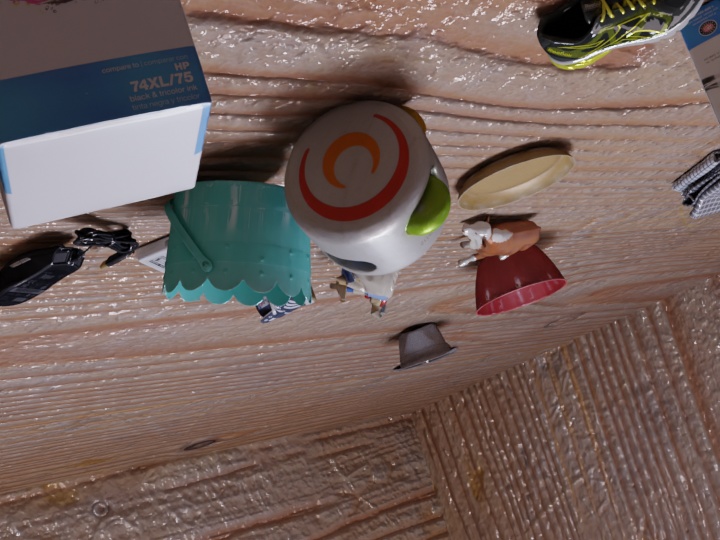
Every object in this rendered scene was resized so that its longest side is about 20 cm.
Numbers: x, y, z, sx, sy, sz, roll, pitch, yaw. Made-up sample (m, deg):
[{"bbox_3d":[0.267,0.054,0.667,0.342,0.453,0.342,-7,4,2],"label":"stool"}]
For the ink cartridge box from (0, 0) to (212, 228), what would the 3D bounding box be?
[{"bbox_3d":[-0.208,-0.162,0.779,0.144,0.202,0.147,-14,166,-18],"label":"ink cartridge box"}]

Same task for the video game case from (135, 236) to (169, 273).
[{"bbox_3d":[-0.212,-0.034,1.607,0.180,0.023,0.200,-21,164,10],"label":"video game case"}]

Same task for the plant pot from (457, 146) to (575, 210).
[{"bbox_3d":[0.245,-0.150,1.726,0.198,0.028,0.200,-18,165,-5],"label":"plant pot"}]

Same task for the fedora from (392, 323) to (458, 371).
[{"bbox_3d":[0.156,0.191,2.742,0.175,0.091,0.200,-21,172,17],"label":"fedora"}]

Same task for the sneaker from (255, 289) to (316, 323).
[{"bbox_3d":[-0.139,0.038,1.866,0.107,0.071,0.200,-20,169,0],"label":"sneaker"}]

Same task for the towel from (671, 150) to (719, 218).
[{"bbox_3d":[0.733,-0.179,2.092,0.198,0.087,0.166,-12,164,-21],"label":"towel"}]

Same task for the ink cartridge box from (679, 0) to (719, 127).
[{"bbox_3d":[0.499,-0.246,1.325,0.145,0.202,0.084,-25,164,27],"label":"ink cartridge box"}]

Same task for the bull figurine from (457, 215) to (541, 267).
[{"bbox_3d":[0.248,-0.056,2.004,0.198,0.066,0.121,-3,163,-39],"label":"bull figurine"}]

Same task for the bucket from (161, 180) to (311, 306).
[{"bbox_3d":[-0.153,-0.030,1.362,0.204,0.137,0.207,2,172,0],"label":"bucket"}]

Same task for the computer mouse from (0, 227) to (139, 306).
[{"bbox_3d":[-0.393,-0.014,1.431,0.199,0.046,0.140,-30,167,22],"label":"computer mouse"}]

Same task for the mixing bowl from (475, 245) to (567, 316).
[{"bbox_3d":[0.315,0.008,2.226,0.198,0.110,0.200,-18,166,-5],"label":"mixing bowl"}]

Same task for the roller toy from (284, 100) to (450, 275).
[{"bbox_3d":[0.011,-0.097,1.292,0.181,0.202,0.140,-24,152,10],"label":"roller toy"}]

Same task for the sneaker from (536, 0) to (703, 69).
[{"bbox_3d":[0.285,-0.282,1.187,0.199,0.075,0.084,-26,163,28],"label":"sneaker"}]

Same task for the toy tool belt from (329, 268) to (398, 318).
[{"bbox_3d":[0.000,0.000,1.854,0.121,0.126,0.200,15,159,-1],"label":"toy tool belt"}]
